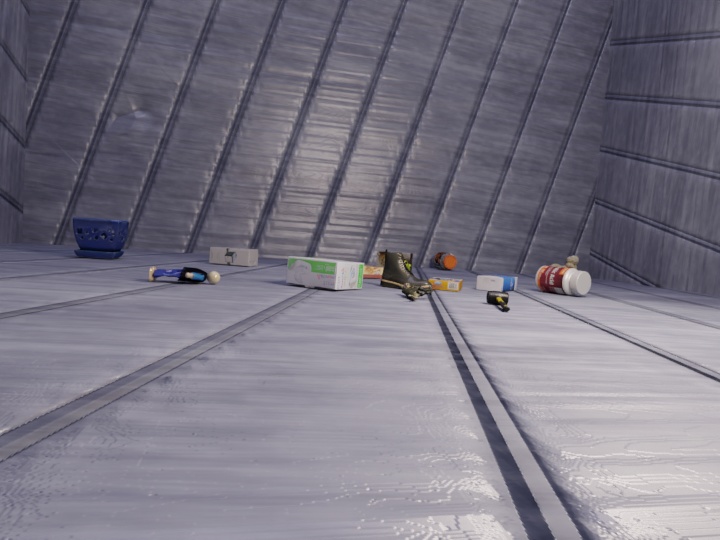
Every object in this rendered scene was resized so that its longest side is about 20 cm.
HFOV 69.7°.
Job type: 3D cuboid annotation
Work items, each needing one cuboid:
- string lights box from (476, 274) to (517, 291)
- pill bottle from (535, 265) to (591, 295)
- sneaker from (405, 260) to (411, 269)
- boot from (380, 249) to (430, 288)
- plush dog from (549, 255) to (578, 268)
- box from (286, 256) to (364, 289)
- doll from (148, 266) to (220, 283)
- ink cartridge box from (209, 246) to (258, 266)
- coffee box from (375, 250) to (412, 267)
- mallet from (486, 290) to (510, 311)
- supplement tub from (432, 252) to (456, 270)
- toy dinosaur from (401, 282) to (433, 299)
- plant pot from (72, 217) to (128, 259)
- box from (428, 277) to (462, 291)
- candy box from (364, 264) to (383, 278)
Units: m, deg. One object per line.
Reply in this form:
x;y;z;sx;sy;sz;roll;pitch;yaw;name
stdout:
0.570;0.052;2.151;0.103;0.059;0.200;7;4;35;string lights box
0.845;0.043;2.158;0.114;0.114;0.200;2;3;-32;pill bottle
0.217;-0.013;2.753;0.083;0.074;0.200;7;-5;15;sneaker
0.167;-0.002;1.892;0.200;0.139;0.077;6;4;25;boot
1.208;0.022;3.072;0.172;0.161;0.200;-19;-10;-44;plush dog
-0.119;0.010;1.740;0.200;0.097;0.176;7;2;31;box
-0.530;0.013;1.573;0.200;0.049;0.136;3;4;-11;doll
-0.622;-0.069;2.549;0.200;0.086;0.146;3;3;6;ink cartridge box
0.196;-0.051;2.989;0.200;0.113;0.080;6;4;14;coffee box
0.400;0.091;1.506;0.066;0.041;0.200;6;8;14;mallet
0.590;-0.065;3.613;0.122;0.123;0.200;3;3;-15;supplement tub
0.176;0.065;1.579;0.088;0.048;0.200;-11;4;-1;toy dinosaur
-1.186;-0.146;2.362;0.200;0.180;0.200;4;3;-12;plant pot
0.339;0.052;2.042;0.119;0.042;0.200;5;6;15;box
0.000;0.000;2.363;0.115;0.055;0.200;2;4;-33;candy box
